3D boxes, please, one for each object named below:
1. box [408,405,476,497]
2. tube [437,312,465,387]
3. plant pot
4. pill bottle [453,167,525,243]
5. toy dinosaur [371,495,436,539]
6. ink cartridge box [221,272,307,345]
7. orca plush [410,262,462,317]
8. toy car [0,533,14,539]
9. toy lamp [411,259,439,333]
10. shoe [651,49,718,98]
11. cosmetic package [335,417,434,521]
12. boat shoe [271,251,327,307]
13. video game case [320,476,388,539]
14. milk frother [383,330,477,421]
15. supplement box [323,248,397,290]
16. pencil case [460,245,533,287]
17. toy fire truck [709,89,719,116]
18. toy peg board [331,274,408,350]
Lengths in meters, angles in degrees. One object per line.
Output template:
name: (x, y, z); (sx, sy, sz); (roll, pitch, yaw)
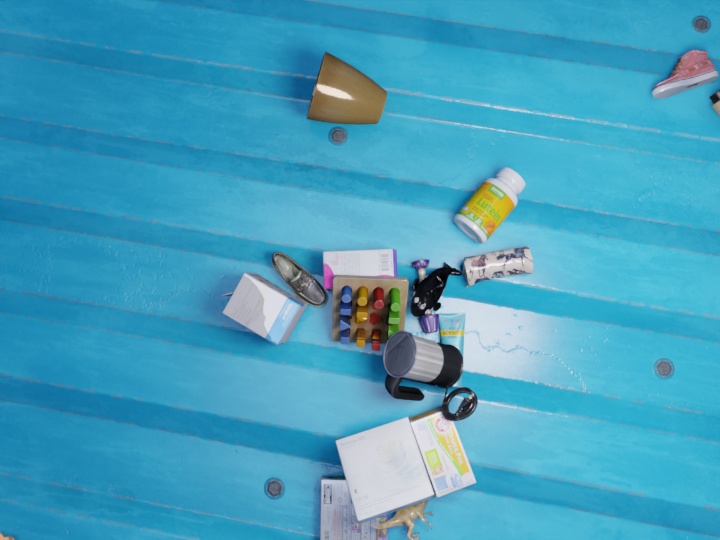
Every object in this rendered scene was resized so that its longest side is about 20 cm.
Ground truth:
box: (0.212, 0.469, 1.520); (0.112, 0.101, 0.201); (-21, 83, 0)
tube: (0.252, 0.216, 1.582); (0.077, 0.050, 0.202); (-1, 78, 3)
plant pot: (-0.033, -0.487, 1.622); (0.199, 0.186, 0.188); (16, 84, -10)
pill bottle: (0.359, -0.183, 1.590); (0.111, 0.111, 0.200); (40, 86, 6)
toy dinosaur: (0.124, 0.656, 1.523); (0.199, 0.058, 0.102); (-24, 79, -21)
ink cartridge box: (-0.266, 0.095, 1.566); (0.199, 0.129, 0.126); (30, 90, 4)
orca plush: (0.211, 0.048, 1.543); (0.199, 0.071, 0.106); (-30, 94, -34)
toy car: (-1.023, 0.759, 1.522); (0.199, 0.184, 0.177); (-29, 81, -31)
toy lamp: (0.181, 0.073, 1.595); (0.058, 0.058, 0.202); (-7, 81, 1)
shoe: (0.907, -0.559, 1.640); (0.199, 0.071, 0.092); (-18, 81, -6)
cosmetic package: (0.059, 0.509, 1.478); (0.198, 0.123, 0.201); (-17, 64, -6)
boat shoe: (-0.175, 0.024, 1.607); (0.201, 0.066, 0.072); (45, 86, 7)
video game case: (-0.016, 0.653, 1.534); (0.180, 0.045, 0.202); (0, 83, 2)
milk frother: (0.179, 0.267, 1.455); (0.187, 0.199, 0.182); (19, 87, -38)
supplement box: (0.000, 0.000, 1.586); (0.198, 0.103, 0.102); (-1, 84, 1)
pencil case: (0.379, -0.012, 1.587); (0.199, 0.090, 0.078); (-11, 54, 0)
toy fire truck: (1.078, -0.522, 1.603); (0.200, 0.176, 0.129); (-28, 80, -44)
toy peg board: (0.023, 0.125, 1.521); (0.198, 0.098, 0.201); (2, 117, -1)
